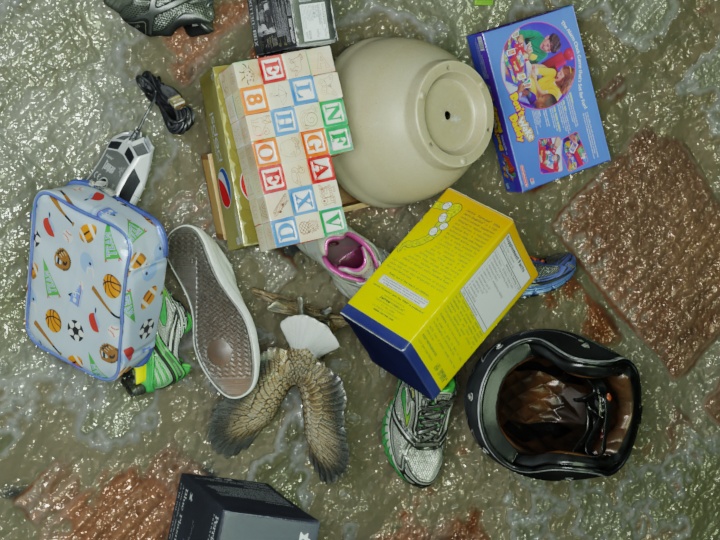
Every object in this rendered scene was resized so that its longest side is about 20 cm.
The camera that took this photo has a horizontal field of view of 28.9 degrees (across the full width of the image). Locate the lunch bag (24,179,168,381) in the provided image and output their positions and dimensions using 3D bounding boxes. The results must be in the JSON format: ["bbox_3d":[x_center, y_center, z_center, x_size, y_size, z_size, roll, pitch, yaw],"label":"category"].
[{"bbox_3d":[-0.285,0.005,1.480,0.075,0.159,0.202,-26,135,-53],"label":"lunch bag"}]

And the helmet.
[{"bbox_3d":[0.226,0.162,1.695,0.199,0.189,0.202,-16,110,-55],"label":"helmet"}]

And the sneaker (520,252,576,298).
[{"bbox_3d":[0.179,-0.003,1.727,0.198,0.075,0.079,-9,94,-22],"label":"sneaker"}]

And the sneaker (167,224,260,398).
[{"bbox_3d":[-0.154,0.045,1.573,0.072,0.085,0.202,-20,82,11],"label":"sneaker"}]

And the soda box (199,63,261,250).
[{"bbox_3d":[-0.126,-0.128,1.559,0.067,0.064,0.202,-10,89,-21],"label":"soda box"}]

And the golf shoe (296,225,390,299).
[{"bbox_3d":[0.000,0.000,1.630,0.200,0.092,0.076,37,94,-34],"label":"golf shoe"}]

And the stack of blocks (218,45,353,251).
[{"bbox_3d":[-0.071,-0.131,1.515,0.114,0.058,0.202,-13,91,-22],"label":"stack of blocks"}]

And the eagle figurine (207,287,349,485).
[{"bbox_3d":[-0.074,0.136,1.610,0.150,0.151,0.202,23,80,-42],"label":"eagle figurine"}]

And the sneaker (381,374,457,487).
[{"bbox_3d":[0.075,0.162,1.682,0.077,0.085,0.202,-1,95,-21],"label":"sneaker"}]

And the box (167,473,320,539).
[{"bbox_3d":[-0.145,0.346,1.556,0.116,0.200,0.199,12,89,-22],"label":"box"}]

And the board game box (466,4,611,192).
[{"bbox_3d":[0.223,-0.214,1.740,0.133,0.045,0.202,-19,101,-19],"label":"board game box"}]

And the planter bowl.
[{"bbox_3d":[0.068,-0.176,1.608,0.199,0.134,0.203,1,89,-38],"label":"planter bowl"}]

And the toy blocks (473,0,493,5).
[{"bbox_3d":[0.163,-0.423,1.651,0.099,0.137,0.202,-3,95,-21],"label":"toy blocks"}]

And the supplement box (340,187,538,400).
[{"bbox_3d":[0.092,0.025,1.602,0.200,0.109,0.109,-48,139,-14],"label":"supplement box"}]

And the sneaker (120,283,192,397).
[{"bbox_3d":[-0.237,0.036,1.570,0.084,0.078,0.202,-12,107,-27],"label":"sneaker"}]

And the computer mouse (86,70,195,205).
[{"bbox_3d":[-0.255,-0.116,1.544,0.044,0.109,0.201,28,96,-48],"label":"computer mouse"}]

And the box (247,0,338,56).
[{"bbox_3d":[-0.088,-0.343,1.547,0.049,0.157,0.202,-12,98,-20],"label":"box"}]

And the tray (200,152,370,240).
[{"bbox_3d":[-0.080,-0.106,1.634,0.198,0.037,0.100,-14,99,-21],"label":"tray"}]

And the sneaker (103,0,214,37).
[{"bbox_3d":[-0.183,-0.339,1.556,0.114,0.076,0.200,41,82,-21],"label":"sneaker"}]
